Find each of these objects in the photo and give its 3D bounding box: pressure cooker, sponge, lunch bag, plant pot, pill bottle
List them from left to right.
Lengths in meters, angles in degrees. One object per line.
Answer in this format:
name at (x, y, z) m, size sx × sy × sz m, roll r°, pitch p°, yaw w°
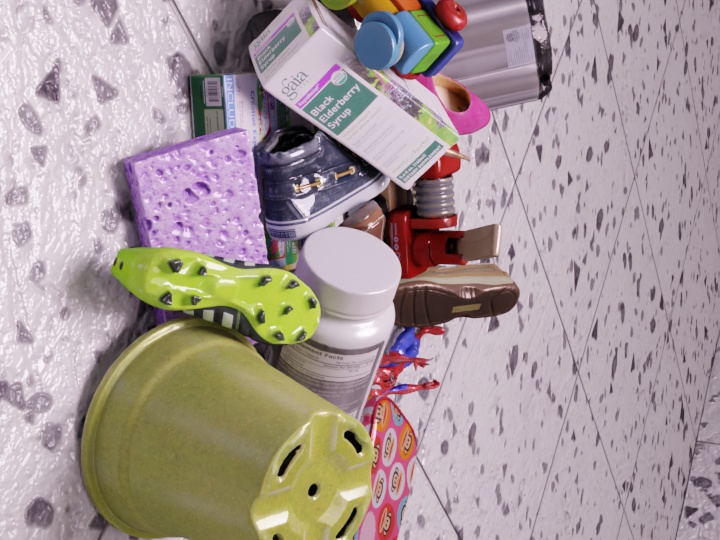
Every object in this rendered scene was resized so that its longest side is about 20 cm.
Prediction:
sponge at (-0.137, -0.016, 1.057) m, size 0.111 × 0.030 × 0.201 m, roll -20°, pitch 114°, yaw -29°
plant pot at (-0.095, 0.156, 0.987) m, size 0.200 × 0.184 × 0.201 m, roll -17°, pitch 114°, yaw -43°
pill bottle at (-0.032, 0.064, 1.153) m, size 0.114 × 0.114 × 0.200 m, roll -47°, pitch 160°, yaw -51°
lunch bag at (0.004, 0.250, 1.339) m, size 0.176 × 0.082 × 0.201 m, roll 54°, pitch 46°, yaw -51°
pressure cooker at (0.112, -0.268, 1.394) m, size 0.179 × 0.199 × 0.176 m, roll 68°, pitch 9°, yaw -73°

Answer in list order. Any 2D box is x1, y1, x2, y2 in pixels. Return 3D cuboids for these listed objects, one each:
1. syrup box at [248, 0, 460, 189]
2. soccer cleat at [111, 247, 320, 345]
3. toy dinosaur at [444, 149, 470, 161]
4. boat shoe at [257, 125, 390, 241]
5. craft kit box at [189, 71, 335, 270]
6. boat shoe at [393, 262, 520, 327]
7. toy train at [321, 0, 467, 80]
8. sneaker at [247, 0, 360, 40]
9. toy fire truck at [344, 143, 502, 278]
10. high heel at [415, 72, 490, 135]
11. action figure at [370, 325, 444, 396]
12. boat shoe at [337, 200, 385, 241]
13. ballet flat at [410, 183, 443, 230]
syrup box at (-0.005, -0.169, 1.137) m, size 0.200 × 0.079 × 0.082 m, roll 32°, pitch 24°, yaw -37°
soccer cleat at (-0.117, 0.016, 1.015) m, size 0.200 × 0.081 × 0.068 m, roll 20°, pitch 90°, yaw -43°
toy dinosaur at (0.021, -0.173, 1.272) m, size 0.106 × 0.200 × 0.060 m, roll -36°, pitch 174°, yaw -11°
boat shoe at (-0.030, -0.107, 1.169) m, size 0.200 × 0.071 × 0.091 m, roll -42°, pitch 131°, yaw -52°
craft kit box at (-0.090, -0.098, 1.177) m, size 0.197 × 0.048 × 0.201 m, roll -18°, pitch 109°, yaw -58°
boat shoe at (0.094, 0.021, 1.464) m, size 0.199 × 0.076 × 0.072 m, roll 0°, pitch 131°, yaw -27°
toy train at (-0.001, -0.265, 1.098) m, size 0.200 × 0.085 × 0.116 m, roll 53°, pitch 33°, yaw 10°
sneaker at (-0.025, -0.252, 1.194) m, size 0.200 × 0.089 × 0.074 m, roll -12°, pitch 62°, yaw -48°
toy fire truck at (0.082, -0.075, 1.338) m, size 0.129 × 0.199 × 0.177 m, roll -23°, pitch 113°, yaw -60°
high heel at (0.087, -0.203, 1.250) m, size 0.200 × 0.096 × 0.068 m, roll 16°, pitch 47°, yaw -38°
action figure at (0.072, 0.104, 1.458) m, size 0.200 × 0.099 × 0.065 m, roll -44°, pitch 130°, yaw -49°
boat shoe at (0.000, 0.000, 1.230) m, size 0.076 × 0.072 × 0.200 m, roll -41°, pitch 165°, yaw -26°
ballet flat at (0.073, -0.080, 1.463) m, size 0.074 × 0.074 × 0.201 m, roll -26°, pitch 116°, yaw -59°
